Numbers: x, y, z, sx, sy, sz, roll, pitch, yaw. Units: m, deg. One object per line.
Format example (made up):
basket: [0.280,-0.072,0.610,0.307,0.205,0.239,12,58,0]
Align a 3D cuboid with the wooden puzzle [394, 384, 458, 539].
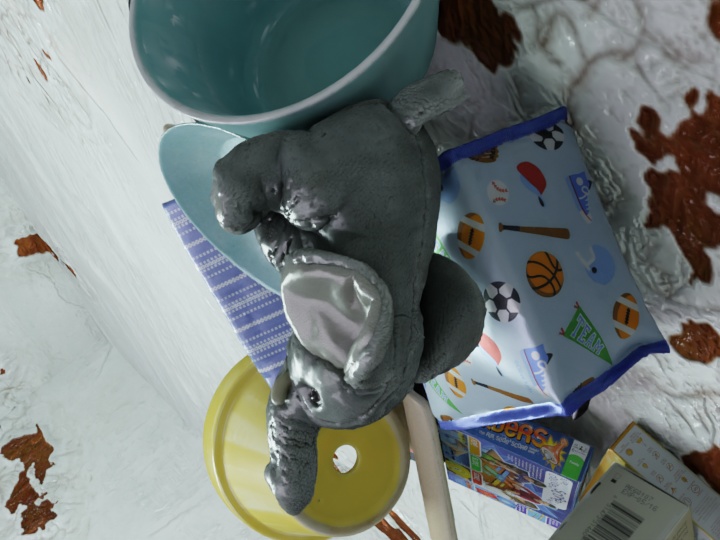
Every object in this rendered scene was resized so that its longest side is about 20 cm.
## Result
wooden puzzle: [0.058,0.147,0.896,0.201,0.037,0.188,-110,7,-65]

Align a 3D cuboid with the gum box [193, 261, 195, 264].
gum box: [-0.085,-0.022,0.915,0.114,0.065,0.201,59,-161,-23]

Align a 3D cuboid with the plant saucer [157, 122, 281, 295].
plant saucer: [-0.063,-0.046,0.703,0.199,0.039,0.202,29,154,16]

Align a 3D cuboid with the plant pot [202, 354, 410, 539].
plant pot: [-0.042,0.172,0.903,0.202,0.200,0.189,54,163,-10]

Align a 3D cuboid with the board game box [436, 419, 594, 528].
board game box: [0.144,0.184,0.876,0.134,0.035,0.201,22,158,18]

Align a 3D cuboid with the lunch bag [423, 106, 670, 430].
lunch bag: [0.084,0.011,0.627,0.200,0.122,0.172,-32,80,61]

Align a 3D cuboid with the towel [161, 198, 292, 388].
towel: [-0.062,0.000,0.796,0.202,0.143,0.024,61,-161,-16]

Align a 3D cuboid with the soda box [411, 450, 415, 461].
soda box: [0.041,0.124,1.045,0.201,0.063,0.071,56,159,-16]

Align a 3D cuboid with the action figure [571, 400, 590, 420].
action figure: [0.102,0.036,0.744,0.198,0.069,0.132,30,135,26]

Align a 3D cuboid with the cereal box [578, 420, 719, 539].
cereal box: [0.276,0.227,0.759,0.200,0.039,0.145,42,158,22]

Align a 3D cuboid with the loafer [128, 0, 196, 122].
loafer: [-0.152,-0.192,0.916,0.202,0.072,0.071,58,169,-6]

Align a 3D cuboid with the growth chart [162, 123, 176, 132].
growth chart: [-0.143,-0.080,1.019,0.202,0.018,0.144,58,-167,16]

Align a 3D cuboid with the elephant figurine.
elephant figurine: [0.000,0.021,0.522,0.155,0.139,0.203,137,117,-73]

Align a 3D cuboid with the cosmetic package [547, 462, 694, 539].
cosmetic package: [0.214,0.262,0.743,0.073,0.103,0.202,27,150,44]

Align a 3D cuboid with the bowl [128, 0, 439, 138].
bowl: [-0.030,-0.156,0.572,0.200,0.202,0.105,37,177,31]
